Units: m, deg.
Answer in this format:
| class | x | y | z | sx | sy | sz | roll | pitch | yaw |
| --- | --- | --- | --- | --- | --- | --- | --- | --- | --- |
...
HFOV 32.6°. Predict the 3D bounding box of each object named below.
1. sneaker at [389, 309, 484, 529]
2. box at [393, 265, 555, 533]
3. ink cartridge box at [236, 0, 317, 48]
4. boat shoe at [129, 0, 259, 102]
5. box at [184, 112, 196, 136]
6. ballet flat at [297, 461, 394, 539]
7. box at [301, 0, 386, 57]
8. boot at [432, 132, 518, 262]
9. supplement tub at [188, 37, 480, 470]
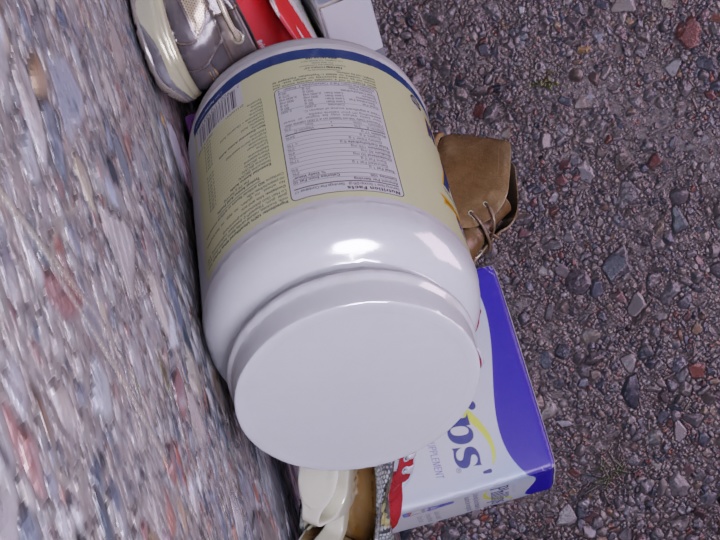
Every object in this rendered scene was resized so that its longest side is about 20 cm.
| class | x | y | z | sx | sy | sz | roll | pitch | yaw |
| --- | --- | --- | --- | --- | --- | --- | --- | --- | --- |
| sneaker | 0.032 | 0.084 | 0.795 | 0.072 | 0.111 | 0.202 | -99 | 177 | -60 |
| box | 0.047 | 0.117 | 1.055 | 0.105 | 0.197 | 0.186 | 71 | 3 | -69 |
| ink cartridge box | -0.080 | -0.177 | 0.820 | 0.116 | 0.067 | 0.201 | 52 | 12 | -47 |
| boat shoe | -0.105 | -0.200 | 0.695 | 0.075 | 0.072 | 0.203 | -105 | 180 | -77 |
| box | -0.066 | 0.007 | 0.825 | 0.137 | 0.038 | 0.203 | 74 | 1 | -74 |
| ballet flat | -0.015 | 0.146 | 0.744 | 0.072 | 0.071 | 0.203 | -106 | -164 | -60 |
| box | -0.010 | -0.160 | 0.933 | 0.157 | 0.041 | 0.202 | -114 | -175 | -47 |
| boot | 0.070 | -0.032 | 0.877 | 0.202 | 0.074 | 0.074 | -76 | 158 | -44 |
| supplement tub | -0.016 | -0.012 | 0.657 | 0.146 | 0.143 | 0.202 | 74 | 2 | -46 |
